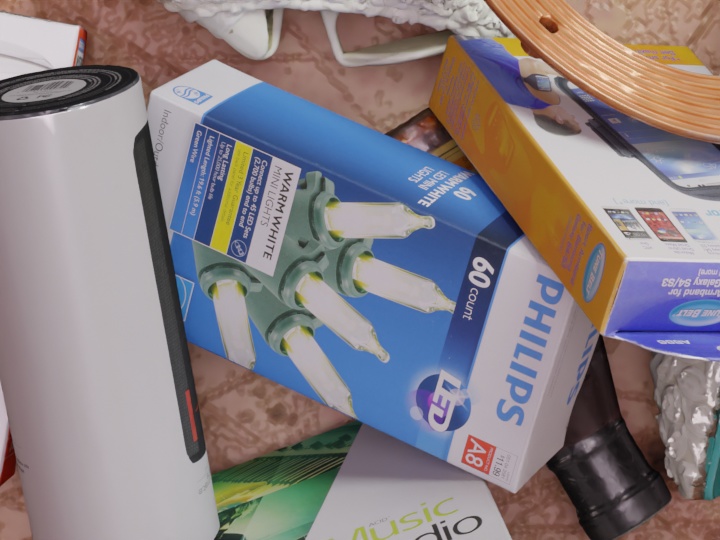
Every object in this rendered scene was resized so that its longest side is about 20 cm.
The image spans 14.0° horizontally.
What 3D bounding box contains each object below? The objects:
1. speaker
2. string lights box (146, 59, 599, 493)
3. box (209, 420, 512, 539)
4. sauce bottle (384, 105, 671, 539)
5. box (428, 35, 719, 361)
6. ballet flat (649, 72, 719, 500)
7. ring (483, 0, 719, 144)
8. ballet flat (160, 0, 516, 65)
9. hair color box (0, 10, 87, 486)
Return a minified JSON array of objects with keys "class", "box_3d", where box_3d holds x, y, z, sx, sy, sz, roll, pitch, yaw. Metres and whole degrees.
[{"class":"speaker","box_3d":[-0.112,0.023,1.196,0.081,0.081,0.201,-9,106,-1]},{"class":"string lights box","box_3d":[0.000,0.000,1.213,0.200,0.059,0.103,24,116,18]},{"class":"box","box_3d":[-0.011,0.123,1.192,0.144,0.200,0.036,-21,110,-2]},{"class":"sauce bottle","box_3d":[0.067,0.023,1.261,0.066,0.066,0.200,-32,94,-1]},{"class":"box","box_3d":[0.120,-0.030,1.172,0.119,0.200,0.042,0,121,-26]},{"class":"ballet flat","box_3d":[0.158,-0.001,1.267,0.072,0.072,0.201,19,87,-2]},{"class":"ring","box_3d":[0.120,-0.125,1.216,0.200,0.201,0.019,31,133,-2]},{"class":"ballet flat","box_3d":[-0.019,-0.119,1.245,0.199,0.072,0.072,2,91,-2]},{"class":"hair color box","box_3d":[-0.188,-0.015,1.253,0.111,0.064,0.201,10,92,-2]}]
